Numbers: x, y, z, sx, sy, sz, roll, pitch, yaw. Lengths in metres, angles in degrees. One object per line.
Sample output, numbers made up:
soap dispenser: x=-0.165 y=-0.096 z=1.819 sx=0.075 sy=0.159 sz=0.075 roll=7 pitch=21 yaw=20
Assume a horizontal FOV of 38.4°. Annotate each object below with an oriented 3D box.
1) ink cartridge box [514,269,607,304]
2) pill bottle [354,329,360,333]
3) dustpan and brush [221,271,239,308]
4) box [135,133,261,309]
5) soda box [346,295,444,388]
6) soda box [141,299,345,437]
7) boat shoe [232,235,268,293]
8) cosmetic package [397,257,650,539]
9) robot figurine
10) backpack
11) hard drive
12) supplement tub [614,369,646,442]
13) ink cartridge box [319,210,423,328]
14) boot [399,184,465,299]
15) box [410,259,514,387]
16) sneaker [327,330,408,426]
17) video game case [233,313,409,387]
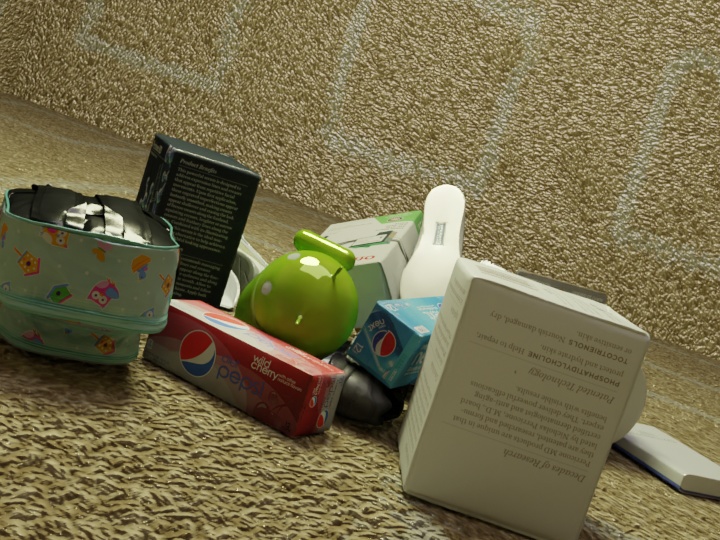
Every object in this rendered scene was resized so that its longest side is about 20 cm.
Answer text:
ink cartridge box: x=0.252 y=0.088 z=1.540 sx=0.198 sy=0.178 sz=0.084 roll=15 pitch=8 yaw=-34
pill bottle: x=0.050 y=0.067 z=1.431 sx=0.112 sy=0.114 sz=0.200 roll=16 pitch=8 yaw=-19
dustpan and brush: x=-0.235 y=-0.010 z=1.463 sx=0.138 sy=0.058 sz=0.200 roll=18 pitch=7 yaw=-9
box: x=-0.211 y=-0.044 z=1.223 sx=0.106 sy=0.202 sz=0.148 roll=16 pitch=7 yaw=-23
soda box: x=0.068 y=0.074 z=1.126 sx=0.064 sy=0.068 sz=0.199 roll=37 pitch=16 yaw=23
soda box: x=-0.116 y=0.091 z=1.010 sx=0.198 sy=0.064 sz=0.070 roll=22 pitch=8 yaw=28
boat shoe: x=-0.193 y=-0.016 z=1.594 sx=0.064 sy=0.075 sz=0.201 roll=21 pitch=9 yaw=-40
cosmetic package: x=0.141 y=0.114 z=0.961 sx=0.164 sy=0.202 sz=0.167 roll=18 pitch=7 yaw=-2
robot figurine: x=-0.070 y=0.046 z=1.116 sx=0.115 sy=0.176 sz=0.200 roll=38 pitch=-21 yaw=-7
backpack: x=-0.255 y=0.002 z=0.947 sx=0.174 sy=0.155 sz=0.200 roll=14 pitch=-1 yaw=-20
hard drive: x=0.405 y=0.246 z=1.363 sx=0.131 sy=0.026 sz=0.200 roll=15 pitch=8 yaw=-26
supplement tub: x=0.270 y=0.137 z=1.366 sx=0.139 sy=0.142 sz=0.200 roll=16 pitch=8 yaw=-24
ink cartridge box: x=0.000 y=0.000 z=1.346 sx=0.144 sy=0.085 sz=0.200 roll=-8 pitch=18 yaw=21
boot: x=0.099 y=-0.004 z=1.314 sx=0.072 sy=0.202 sz=0.091 roll=11 pitch=-31 yaw=13
box: x=0.160 y=0.091 z=1.263 sx=0.159 sy=0.045 sz=0.200 roll=29 pitch=55 yaw=27
sneaker: x=0.011 y=0.124 z=1.121 sx=0.090 sy=0.077 sz=0.200 roll=26 pitch=17 yaw=8
video game case: x=-0.049 y=0.100 z=1.307 sx=0.199 sy=0.019 sz=0.142 roll=27 pitch=10 yaw=41
